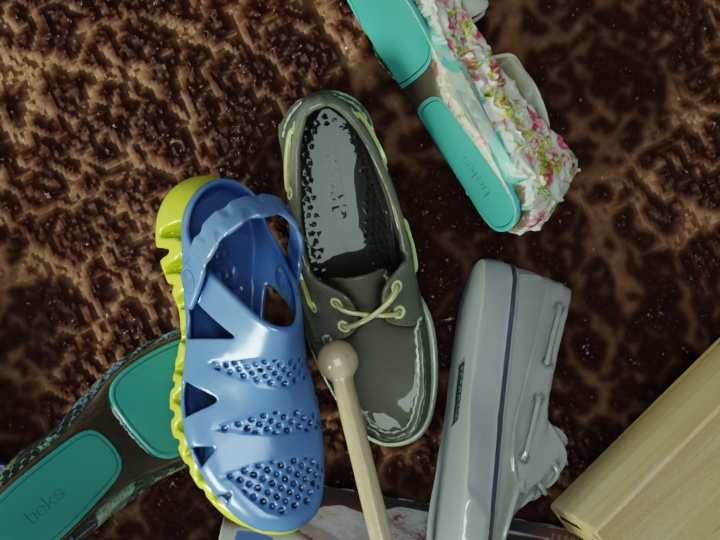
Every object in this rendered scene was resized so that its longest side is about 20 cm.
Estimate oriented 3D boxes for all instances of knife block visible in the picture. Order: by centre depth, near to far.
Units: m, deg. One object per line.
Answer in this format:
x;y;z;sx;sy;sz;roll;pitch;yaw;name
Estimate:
0.210;0.064;1.037;0.198;0.064;0.178;3;93;-17;knife block

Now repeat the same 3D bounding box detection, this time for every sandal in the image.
-0.059;0.040;1.028;0.079;0.087;0.202;-10;83;-30;sandal

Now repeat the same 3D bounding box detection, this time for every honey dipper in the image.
0.008;0.135;1.021;0.038;0.038;0.202;-16;79;2;honey dipper

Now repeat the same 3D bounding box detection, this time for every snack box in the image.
0.021;0.161;1.067;0.198;0.072;0.024;10;136;1;snack box

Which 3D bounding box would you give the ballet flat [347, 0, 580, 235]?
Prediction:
0.054;-0.114;1.063;0.064;0.075;0.201;-34;97;-28;ballet flat

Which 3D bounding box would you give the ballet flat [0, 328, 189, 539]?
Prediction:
-0.137;0.095;1.061;0.199;0.074;0.075;-33;92;-29;ballet flat

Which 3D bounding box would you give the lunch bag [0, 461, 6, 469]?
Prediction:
-0.295;0.112;1.073;0.198;0.094;0.152;3;92;-11;lunch bag

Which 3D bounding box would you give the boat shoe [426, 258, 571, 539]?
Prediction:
0.079;0.095;1.047;0.065;0.072;0.202;12;66;-11;boat shoe

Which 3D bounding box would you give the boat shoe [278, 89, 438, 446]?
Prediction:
-0.003;0.001;1.063;0.071;0.060;0.204;-13;92;2;boat shoe
